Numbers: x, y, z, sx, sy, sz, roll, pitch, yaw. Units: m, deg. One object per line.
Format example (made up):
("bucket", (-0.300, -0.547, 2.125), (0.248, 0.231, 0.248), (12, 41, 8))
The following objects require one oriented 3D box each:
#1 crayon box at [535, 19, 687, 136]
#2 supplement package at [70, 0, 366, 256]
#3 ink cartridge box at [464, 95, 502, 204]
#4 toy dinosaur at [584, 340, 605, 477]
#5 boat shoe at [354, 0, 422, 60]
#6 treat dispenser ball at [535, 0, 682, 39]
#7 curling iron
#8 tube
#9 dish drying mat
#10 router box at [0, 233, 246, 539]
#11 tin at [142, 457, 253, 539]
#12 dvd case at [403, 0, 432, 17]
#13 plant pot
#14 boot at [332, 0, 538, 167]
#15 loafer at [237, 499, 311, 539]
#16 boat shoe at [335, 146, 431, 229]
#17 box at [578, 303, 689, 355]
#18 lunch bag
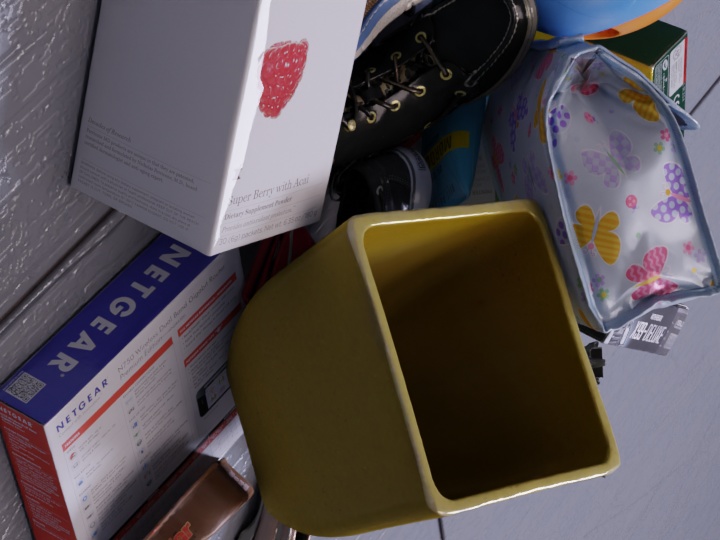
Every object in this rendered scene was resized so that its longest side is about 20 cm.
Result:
("crayon box", (0.177, -0.134, 1.653), (0.058, 0.172, 0.201), (-44, 146, -30))
("supplement package", (-0.083, -0.131, 1.252), (0.121, 0.119, 0.201), (-20, 129, -53))
("ink cartridge box", (0.104, -0.034, 1.591), (0.104, 0.059, 0.202), (17, 69, -67))
("toy dinosaur", (0.120, 0.109, 1.555), (0.200, 0.135, 0.103), (-59, 148, -86))
("boat shoe", (-0.019, -0.192, 1.385), (0.200, 0.072, 0.073), (-42, 125, -28))
("treat dispenser ball", (0.162, -0.265, 1.450), (0.201, 0.200, 0.202), (-41, 144, -38))
("curling iron", (0.040, -0.117, 1.585), (0.200, 0.025, 0.050), (-45, 150, -35))
("tube", (0.070, -0.116, 1.516), (0.078, 0.050, 0.201), (126, -25, -55))
("dish drying mat", (-0.044, 0.018, 1.491), (0.200, 0.018, 0.077), (56, 52, -69))
("router box", (-0.151, 0.090, 1.391), (0.200, 0.049, 0.180), (-46, 147, -33))
("tin", (-0.124, 0.185, 1.436), (0.112, 0.042, 0.200), (-52, 178, -2))
("dvd case", (0.091, -0.296, 1.537), (0.200, 0.017, 0.143), (-40, 145, -39))
("plant pot", (0.020, 0.080, 1.382), (0.193, 0.199, 0.197), (-7, 77, -46))
("boot", (0.019, -0.127, 1.411), (0.153, 0.074, 0.203), (-27, 174, -45))
("loafer", (-0.048, 0.190, 1.641), (0.072, 0.063, 0.201), (10, 103, -62))
("boat shoe", (0.000, 0.000, 1.504), (0.056, 0.069, 0.201), (-11, 126, -37))
("box", (0.160, 0.004, 1.706), (0.157, 0.199, 0.050), (13, 104, -61))
("lunch bag", (0.168, -0.071, 1.456), (0.126, 0.170, 0.201), (-20, 97, -11))
